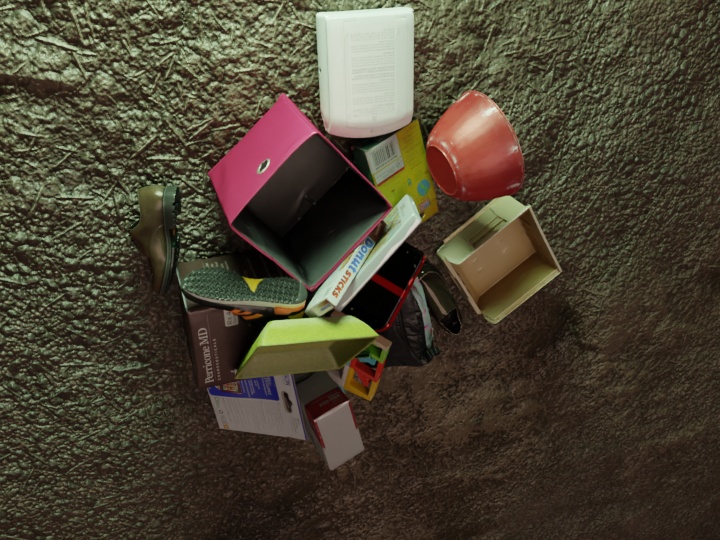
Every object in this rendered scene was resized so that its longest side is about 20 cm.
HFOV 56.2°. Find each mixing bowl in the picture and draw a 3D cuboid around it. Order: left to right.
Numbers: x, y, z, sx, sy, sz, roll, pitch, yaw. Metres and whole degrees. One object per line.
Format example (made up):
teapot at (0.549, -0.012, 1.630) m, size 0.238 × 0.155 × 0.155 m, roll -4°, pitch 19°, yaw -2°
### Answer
mixing bowl at (0.185, -0.201, 1.190) m, size 0.107 × 0.200 × 0.202 m, roll -28°, pitch 126°, yaw -13°

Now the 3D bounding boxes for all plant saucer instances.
plant saucer at (-0.095, 0.122, 1.099) m, size 0.197 × 0.049 × 0.200 m, roll -3°, pitch 159°, yaw -23°

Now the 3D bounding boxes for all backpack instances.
backpack at (0.065, 0.091, 1.349) m, size 0.164 × 0.127 × 0.203 m, roll -8°, pitch 122°, yaw 4°

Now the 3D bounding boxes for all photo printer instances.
photo printer at (0.010, -0.323, 1.117) m, size 0.164 × 0.070 × 0.203 m, roll -11°, pitch 118°, yaw -15°

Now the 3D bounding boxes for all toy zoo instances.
toy zoo at (-0.017, 0.180, 1.339) m, size 0.020 × 0.130 × 0.202 m, roll -46°, pitch 158°, yaw -43°

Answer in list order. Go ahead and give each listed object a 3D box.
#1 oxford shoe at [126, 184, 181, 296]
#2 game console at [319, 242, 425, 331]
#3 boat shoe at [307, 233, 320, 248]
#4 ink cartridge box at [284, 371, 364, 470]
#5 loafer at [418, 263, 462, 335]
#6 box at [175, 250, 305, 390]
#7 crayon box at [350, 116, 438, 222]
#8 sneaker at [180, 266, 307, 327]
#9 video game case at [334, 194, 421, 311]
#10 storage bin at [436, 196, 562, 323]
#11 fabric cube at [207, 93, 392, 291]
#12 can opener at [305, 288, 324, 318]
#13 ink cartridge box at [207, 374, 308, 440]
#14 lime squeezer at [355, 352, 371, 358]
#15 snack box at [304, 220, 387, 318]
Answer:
oxford shoe at (-0.347, -0.051, 1.134) m, size 0.083 × 0.073 × 0.203 m, roll 4°, pitch 116°, yaw -7°
game console at (0.000, 0.000, 1.259) m, size 0.198 × 0.031 × 0.179 m, roll 30°, pitch 100°, yaw 10°
boat shoe at (-0.044, -0.052, 1.216) m, size 0.065 × 0.072 × 0.200 m, roll 43°, pitch 100°, yaw -7°
ink cartridge box at (-0.085, 0.271, 1.348) m, size 0.082 × 0.200 × 0.149 m, roll -26°, pitch 127°, yaw -17°
loafer at (0.171, 0.064, 1.424) m, size 0.073 × 0.071 × 0.200 m, roll -39°, pitch 127°, yaw 2°
box at (-0.213, 0.080, 1.202) m, size 0.197 × 0.165 × 0.168 m, roll -11°, pitch 123°, yaw -18°
crayon box at (0.067, -0.166, 1.238) m, size 0.126 × 0.051 × 0.202 m, roll -35°, pitch 128°, yaw -22°
sneaker at (-0.185, 0.056, 1.063) m, size 0.196 × 0.071 × 0.091 m, roll 6°, pitch 131°, yaw -6°
video game case at (0.024, -0.035, 1.143) m, size 0.023 × 0.182 × 0.200 m, roll 39°, pitch 102°, yaw -10°
storage bin at (0.289, -0.023, 1.414) m, size 0.198 × 0.094 × 0.201 m, roll -38°, pitch 127°, yaw 0°
fabric cube at (-0.104, -0.131, 1.107) m, size 0.196 × 0.200 × 0.200 m, roll -44°, pitch 127°, yaw 7°
can opener at (-0.098, 0.091, 1.290) m, size 0.067 × 0.052 × 0.201 m, roll -55°, pitch 160°, yaw -30°
ink cartridge box at (-0.203, 0.237, 1.311) m, size 0.196 × 0.047 × 0.200 m, roll 2°, pitch 123°, yaw 15°
lime squeezer at (-0.075, 0.162, 1.313) m, size 0.196 × 0.038 × 0.071 m, roll 4°, pitch 143°, yaw 5°
snack box at (-0.022, -0.006, 1.101) m, size 0.024 × 0.201 × 0.072 m, roll 42°, pitch 141°, yaw -12°
